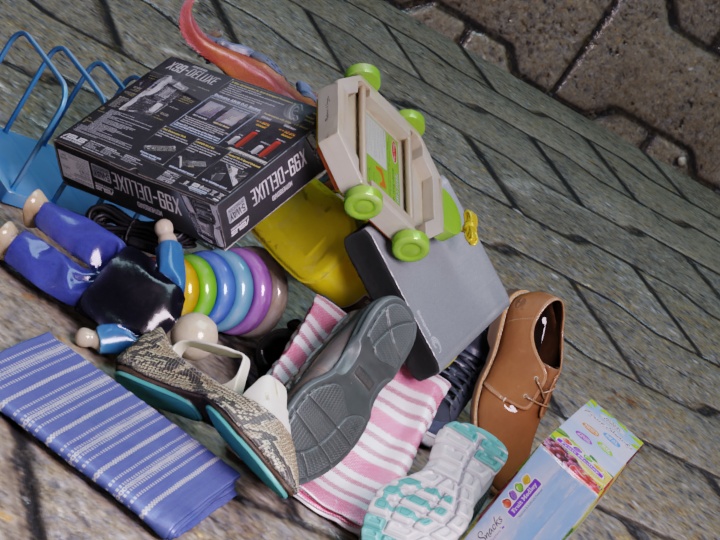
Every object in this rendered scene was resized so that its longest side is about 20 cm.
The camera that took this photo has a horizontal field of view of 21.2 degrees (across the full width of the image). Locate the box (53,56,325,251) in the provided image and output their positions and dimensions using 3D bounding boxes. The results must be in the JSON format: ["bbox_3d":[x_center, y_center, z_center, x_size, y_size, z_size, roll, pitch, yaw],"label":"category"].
[{"bbox_3d":[-0.143,-0.107,1.675,0.199,0.050,0.158,21,46,33],"label":"box"}]

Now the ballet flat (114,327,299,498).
[{"bbox_3d":[-0.105,0.098,1.492,0.199,0.075,0.068,30,-22,32],"label":"ballet flat"}]

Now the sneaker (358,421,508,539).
[{"bbox_3d":[0.056,0.206,1.566,0.077,0.092,0.200,29,33,19],"label":"sneaker"}]

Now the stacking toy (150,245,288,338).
[{"bbox_3d":[-0.155,0.014,1.702,0.085,0.086,0.199,44,22,31],"label":"stacking toy"}]

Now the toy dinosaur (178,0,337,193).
[{"bbox_3d":[-0.082,-0.143,1.784,0.181,0.105,0.200,28,-7,17],"label":"toy dinosaur"}]

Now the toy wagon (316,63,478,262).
[{"bbox_3d":[0.033,-0.079,1.660,0.200,0.039,0.156,42,35,-38],"label":"toy wagon"}]

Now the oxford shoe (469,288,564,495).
[{"bbox_3d":[0.153,0.116,1.824,0.071,0.201,0.071,14,-9,-40],"label":"oxford shoe"}]

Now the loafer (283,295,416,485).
[{"bbox_3d":[-0.027,0.100,1.571,0.063,0.200,0.072,-6,-55,47],"label":"loafer"}]

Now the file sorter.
[{"bbox_3d":[-0.254,-0.124,1.816,0.199,0.123,0.139,18,22,-43],"label":"file sorter"}]

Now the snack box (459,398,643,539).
[{"bbox_3d":[0.142,0.203,1.581,0.068,0.169,0.200,41,16,11],"label":"snack box"}]

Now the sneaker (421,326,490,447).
[{"bbox_3d":[0.096,0.085,1.872,0.077,0.147,0.202,37,18,4],"label":"sneaker"}]

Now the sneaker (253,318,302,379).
[{"bbox_3d":[-0.046,0.078,1.729,0.098,0.071,0.201,40,16,-10],"label":"sneaker"}]

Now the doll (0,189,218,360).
[{"bbox_3d":[-0.201,0.008,1.592,0.199,0.137,0.049,33,-28,11],"label":"doll"}]

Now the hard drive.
[{"bbox_3d":[0.062,0.004,1.720,0.140,0.033,0.200,62,27,-5],"label":"hard drive"}]

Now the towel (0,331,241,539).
[{"bbox_3d":[-0.191,0.123,1.431,0.199,0.024,0.145,35,18,9],"label":"towel"}]

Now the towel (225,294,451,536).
[{"bbox_3d":[-0.013,0.119,1.615,0.146,0.030,0.200,34,45,-3],"label":"towel"}]

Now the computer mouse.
[{"bbox_3d":[-0.143,-0.077,1.710,0.109,0.044,0.200,12,37,33],"label":"computer mouse"}]

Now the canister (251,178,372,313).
[{"bbox_3d":[0.000,0.000,1.787,0.200,0.087,0.149,38,5,-45],"label":"canister"}]
